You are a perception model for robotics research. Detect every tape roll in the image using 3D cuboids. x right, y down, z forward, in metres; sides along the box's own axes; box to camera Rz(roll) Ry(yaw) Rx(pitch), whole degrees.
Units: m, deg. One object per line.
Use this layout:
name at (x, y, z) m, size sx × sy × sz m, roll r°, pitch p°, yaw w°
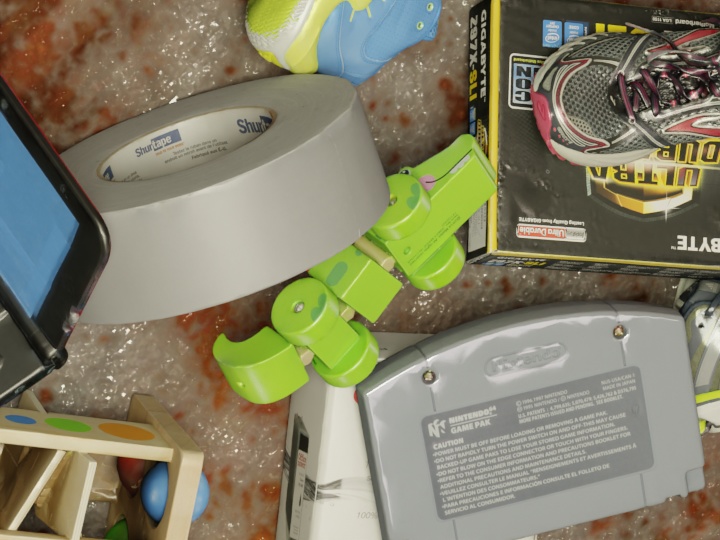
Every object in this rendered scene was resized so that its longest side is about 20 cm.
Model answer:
tape roll at (-0.087, -0.042, 1.514) m, size 0.200 × 0.200 × 0.066 m, roll -23°, pitch 108°, yaw -12°

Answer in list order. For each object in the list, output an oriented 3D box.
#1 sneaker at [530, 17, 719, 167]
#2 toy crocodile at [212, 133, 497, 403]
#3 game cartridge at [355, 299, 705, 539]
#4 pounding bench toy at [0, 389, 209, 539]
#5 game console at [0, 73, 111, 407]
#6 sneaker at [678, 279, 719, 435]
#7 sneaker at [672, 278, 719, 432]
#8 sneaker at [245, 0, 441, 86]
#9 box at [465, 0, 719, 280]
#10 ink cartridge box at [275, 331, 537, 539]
sneaker at (0.193, -0.113, 1.594) m, size 0.200 × 0.075 × 0.081 m, roll -13°, pitch 88°, yaw -20°
toy crocodile at (0.000, 0.000, 1.565) m, size 0.200 × 0.062 × 0.068 m, roll -47°, pitch 137°, yaw -4°
game cartridge at (0.100, 0.089, 1.602) m, size 0.200 × 0.040 × 0.133 m, roll -12°, pitch 110°, yaw -10°
pounding bench toy at (-0.182, 0.177, 1.579) m, size 0.156 × 0.124 × 0.200 m, roll 8°, pitch 101°, yaw -21°
game console at (-0.245, -0.026, 1.460) m, size 0.172 × 0.119 × 0.200 m, roll -34°, pitch 72°, yaw -7°
sneaker at (0.237, 0.038, 1.634) m, size 0.200 × 0.074 × 0.081 m, roll -25°, pitch 105°, yaw 19°
sneaker at (0.254, 0.005, 1.712) m, size 0.080 × 0.076 × 0.200 m, roll 38°, pitch 88°, yaw -13°
sneaker at (0.015, -0.196, 1.590) m, size 0.105 × 0.076 × 0.200 m, roll 32°, pitch 92°, yaw -41°
box at (0.163, -0.079, 1.644) m, size 0.200 × 0.049 × 0.160 m, roll 4°, pitch 80°, yaw -19°
ink cartridge box at (0.029, 0.141, 1.662) m, size 0.147 × 0.083 × 0.200 m, roll 3°, pitch 102°, yaw -18°
